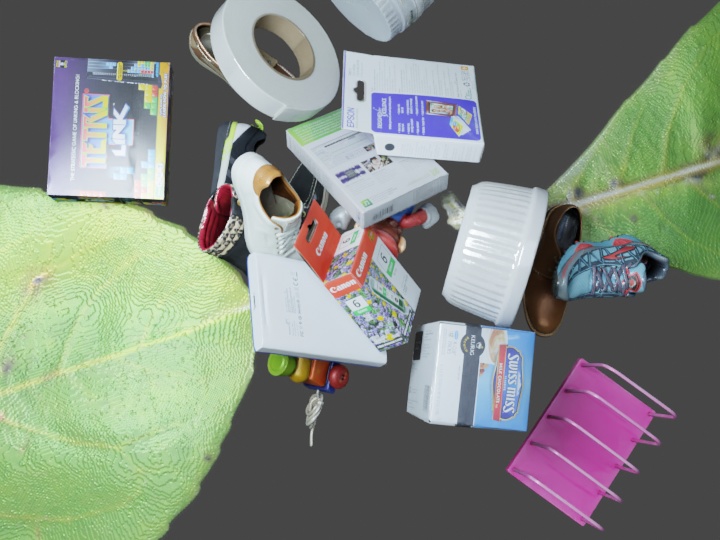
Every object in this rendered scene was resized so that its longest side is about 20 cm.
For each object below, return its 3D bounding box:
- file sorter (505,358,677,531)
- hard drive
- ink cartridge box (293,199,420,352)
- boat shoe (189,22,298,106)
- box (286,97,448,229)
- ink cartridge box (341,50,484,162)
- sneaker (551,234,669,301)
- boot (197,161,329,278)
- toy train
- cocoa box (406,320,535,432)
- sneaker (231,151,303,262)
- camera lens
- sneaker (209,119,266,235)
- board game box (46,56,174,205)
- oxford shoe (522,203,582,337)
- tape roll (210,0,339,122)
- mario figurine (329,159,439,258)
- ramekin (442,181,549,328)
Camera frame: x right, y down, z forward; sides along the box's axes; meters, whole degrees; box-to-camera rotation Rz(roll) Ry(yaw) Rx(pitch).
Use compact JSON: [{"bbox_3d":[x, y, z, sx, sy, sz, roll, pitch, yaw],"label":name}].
[{"bbox_3d":[0.329,0.245,1.317,0.139,0.125,0.200,36,83,-1],"label":"file sorter"},{"bbox_3d":[-0.056,0.054,1.243,0.199,0.025,0.133,12,60,-37],"label":"hard drive"},{"bbox_3d":[0.000,0.000,1.242,0.050,0.109,0.200,-22,120,30],"label":"ink cartridge box"},{"bbox_3d":[-0.163,-0.292,1.350,0.199,0.072,0.076,29,83,-2],"label":"boat shoe"},{"bbox_3d":[0.007,-0.155,1.301,0.144,0.036,0.200,-25,55,-23],"label":"box"},{"bbox_3d":[0.070,-0.235,1.326,0.199,0.044,0.199,6,45,-5],"label":"ink cartridge box"},{"bbox_3d":[0.359,-0.001,1.322,0.199,0.095,0.080,-18,119,-30],"label":"sneaker"},{"bbox_3d":[-0.133,-0.083,1.298,0.150,0.073,0.201,27,88,-45],"label":"boot"},{"bbox_3d":[-0.081,0.139,1.285,0.115,0.084,0.201,18,80,-48],"label":"toy train"},{"bbox_3d":[0.147,0.143,1.273,0.130,0.200,0.134,7,84,-5],"label":"cocoa box"},{"bbox_3d":[-0.108,-0.055,1.221,0.073,0.201,0.084,-40,46,-22],"label":"sneaker"},{"bbox_3d":[0.057,-0.452,1.341,0.160,0.160,0.200,43,82,0],"label":"camera lens"},{"bbox_3d":[-0.170,-0.121,1.334,0.082,0.072,0.201,5,84,-5],"label":"sneaker"},{"bbox_3d":[-0.354,-0.198,1.333,0.164,0.057,0.201,1,84,-6],"label":"board game box"},{"bbox_3d":[0.283,-0.002,1.366,0.071,0.071,0.201,11,85,-6],"label":"oxford shoe"},{"bbox_3d":[-0.117,-0.306,1.316,0.202,0.037,0.204,22,54,-33],"label":"tape roll"},{"bbox_3d":[0.036,-0.082,1.361,0.123,0.106,0.201,15,69,32],"label":"mario figurine"},{"bbox_3d":[0.184,-0.029,1.300,0.104,0.200,0.201,16,83,6],"label":"ramekin"}]
